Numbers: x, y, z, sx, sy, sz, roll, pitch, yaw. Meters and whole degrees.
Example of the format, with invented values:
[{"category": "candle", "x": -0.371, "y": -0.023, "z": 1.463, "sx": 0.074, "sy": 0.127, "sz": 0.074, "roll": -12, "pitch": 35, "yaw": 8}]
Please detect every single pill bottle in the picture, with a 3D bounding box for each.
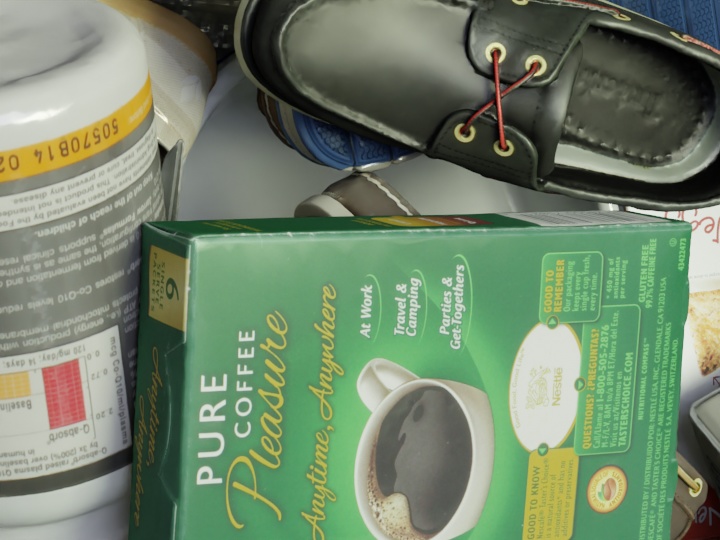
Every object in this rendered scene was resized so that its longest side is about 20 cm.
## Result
[{"category": "pill bottle", "x": -0.120, "y": 0.015, "z": 0.924, "sx": 0.116, "sy": 0.116, "sz": 0.201, "roll": -15, "pitch": 118, "yaw": -21}]

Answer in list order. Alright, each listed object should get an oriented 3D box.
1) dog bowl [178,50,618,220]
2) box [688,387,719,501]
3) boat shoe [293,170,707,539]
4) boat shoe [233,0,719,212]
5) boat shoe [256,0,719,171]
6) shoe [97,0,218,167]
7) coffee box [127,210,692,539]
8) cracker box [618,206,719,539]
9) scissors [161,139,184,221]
[{"category": "dog bowl", "x": 0.000, "y": 0.000, "z": 1.071, "sx": 0.199, "sy": 0.079, "sz": 0.202, "roll": 2, "pitch": 85, "yaw": -21}, {"category": "box", "x": 0.226, "y": 0.129, "z": 1.070, "sx": 0.108, "sy": 0.128, "sz": 0.201, "roll": -29, "pitch": 126, "yaw": -7}, {"category": "boat shoe", "x": 0.054, "y": 0.034, "z": 1.009, "sx": 0.060, "sy": 0.072, "sz": 0.200, "roll": -45, "pitch": 106, "yaw": -15}, {"category": "boat shoe", "x": 0.054, "y": -0.068, "z": 0.943, "sx": 0.200, "sy": 0.063, "sz": 0.074, "roll": 11, "pitch": 106, "yaw": -26}, {"category": "boat shoe", "x": 0.052, "y": -0.092, "z": 1.012, "sx": 0.199, "sy": 0.072, "sz": 0.073, "roll": -14, "pitch": 108, "yaw": -21}, {"category": "shoe", "x": -0.142, "y": -0.091, "z": 0.959, "sx": 0.199, "sy": 0.070, "sz": 0.054, "roll": 23, "pitch": 56, "yaw": -18}, {"category": "coffee box", "x": 0.019, "y": 0.041, "z": 0.921, "sx": 0.199, "sy": 0.044, "sz": 0.124, "roll": -4, "pitch": 102, "yaw": -29}, {"category": "cracker box", "x": 0.164, "y": 0.009, "z": 1.144, "sx": 0.133, "sy": 0.058, "sz": 0.202, "roll": -7, "pitch": 89, "yaw": -21}, {"category": "scissors", "x": -0.080, "y": 0.041, "z": 1.001, "sx": 0.073, "sy": 0.201, "sz": 0.014, "roll": 32, "pitch": 32, "yaw": -1}]
